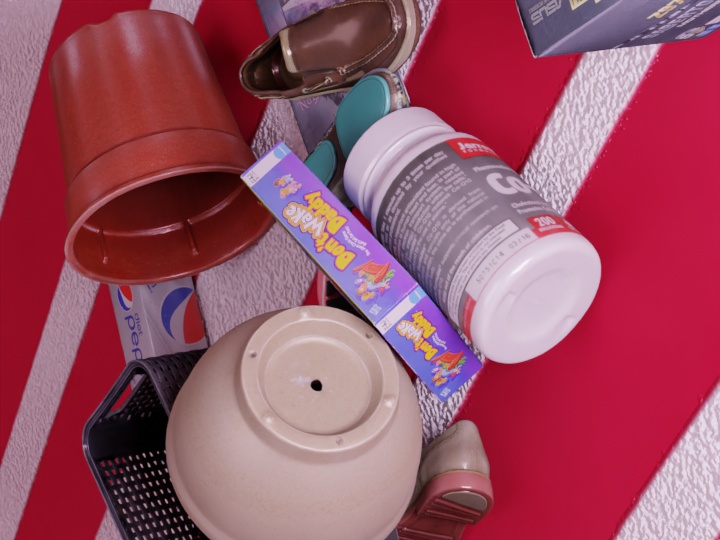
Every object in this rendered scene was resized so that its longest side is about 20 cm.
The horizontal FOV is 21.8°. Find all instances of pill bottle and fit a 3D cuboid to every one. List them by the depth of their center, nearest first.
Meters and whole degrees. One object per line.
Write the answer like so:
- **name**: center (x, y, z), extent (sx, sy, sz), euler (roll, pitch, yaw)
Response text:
- **pill bottle**: center (0.079, -0.032, 1.415), extent (0.200, 0.113, 0.114), euler (47, 133, 37)

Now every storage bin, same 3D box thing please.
- **storage bin**: center (-0.130, 0.176, 1.519), extent (0.135, 0.093, 0.201), euler (-50, 60, 41)

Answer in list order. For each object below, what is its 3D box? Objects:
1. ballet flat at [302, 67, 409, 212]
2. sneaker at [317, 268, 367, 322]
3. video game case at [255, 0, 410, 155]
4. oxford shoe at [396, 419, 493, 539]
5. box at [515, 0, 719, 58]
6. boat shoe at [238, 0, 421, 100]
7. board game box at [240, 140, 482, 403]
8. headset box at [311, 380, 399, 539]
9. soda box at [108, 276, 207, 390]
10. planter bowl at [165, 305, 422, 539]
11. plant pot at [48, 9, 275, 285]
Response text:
- **ballet flat**: center (0.005, -0.102, 1.540), extent (0.200, 0.074, 0.075), euler (-44, 63, 52)
- **sneaker**: center (-0.012, 0.068, 1.603), extent (0.087, 0.073, 0.201), euler (-11, 88, 58)
- **video game case**: center (-0.031, -0.204, 1.609), extent (0.143, 0.019, 0.201), euler (-35, 69, 52)
- **oxford shoe**: center (0.056, 0.189, 1.561), extent (0.200, 0.070, 0.075), euler (-44, 36, 51)
- **box**: center (0.214, -0.195, 1.150), extent (0.200, 0.157, 0.051), euler (-31, 73, 52)
- **boat shoe**: center (-0.031, -0.178, 1.535), extent (0.202, 0.075, 0.075), euler (-23, 80, 54)
- **board game box**: center (0.000, 0.000, 1.458), extent (0.200, 0.045, 0.135), euler (47, 178, 40)
- **headset box**: center (-0.057, 0.177, 1.564), extent (0.200, 0.077, 0.150), euler (-21, 80, 50)
- **soda box**: center (-0.200, 0.055, 1.868), extent (0.068, 0.063, 0.201), euler (-22, 80, 55)
- **planter bowl**: center (-0.041, 0.109, 1.405), extent (0.201, 0.199, 0.135), euler (63, 157, 22)
- **plant pot**: center (-0.196, -0.120, 1.726), extent (0.201, 0.200, 0.196), euler (-50, 51, 47)
